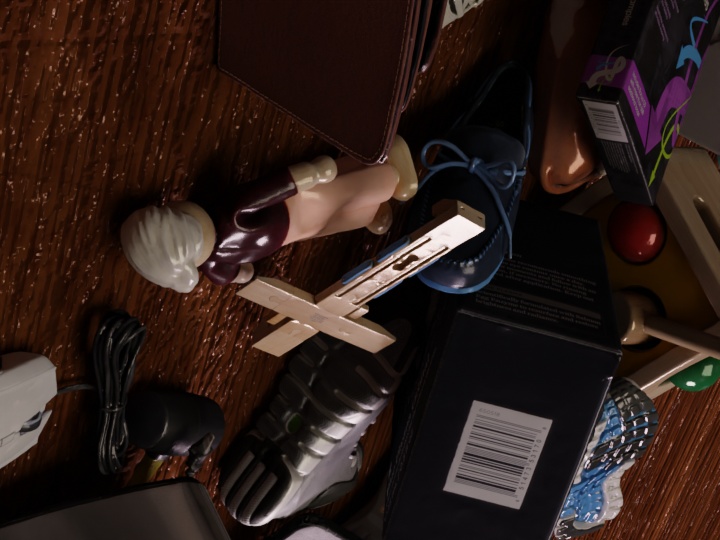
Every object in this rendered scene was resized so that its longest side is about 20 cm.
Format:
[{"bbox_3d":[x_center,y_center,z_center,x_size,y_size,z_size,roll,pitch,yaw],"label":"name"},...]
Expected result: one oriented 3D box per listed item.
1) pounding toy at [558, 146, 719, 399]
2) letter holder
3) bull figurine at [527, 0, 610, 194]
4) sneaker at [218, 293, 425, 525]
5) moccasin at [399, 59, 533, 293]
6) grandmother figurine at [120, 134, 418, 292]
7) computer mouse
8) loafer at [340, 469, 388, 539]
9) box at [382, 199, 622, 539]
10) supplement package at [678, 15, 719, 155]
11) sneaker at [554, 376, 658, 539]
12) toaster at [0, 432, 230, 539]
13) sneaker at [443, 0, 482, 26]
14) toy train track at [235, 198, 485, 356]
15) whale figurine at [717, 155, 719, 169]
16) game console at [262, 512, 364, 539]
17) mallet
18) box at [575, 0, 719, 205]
[{"bbox_3d":[0.233,0.022,1.060,0.141,0.201,0.184,-6,155,-49],"label":"pounding toy"},{"bbox_3d":[0.009,-0.177,0.702,0.100,0.142,0.202,-27,138,-36],"label":"letter holder"},{"bbox_3d":[0.167,-0.156,0.983,0.121,0.065,0.202,-7,114,-54],"label":"bull figurine"},{"bbox_3d":[-0.014,0.105,1.004,0.200,0.075,0.115,-48,153,7],"label":"sneaker"},{"bbox_3d":[0.072,-0.071,0.907,0.201,0.080,0.069,-75,175,-46],"label":"moccasin"},{"bbox_3d":[-0.059,-0.031,0.827,0.199,0.061,0.122,-16,145,-42],"label":"grandmother figurine"},{"bbox_3d":[-0.199,0.086,0.759,0.199,0.044,0.111,-12,129,-48],"label":"computer mouse"},{"bbox_3d":[0.021,0.226,1.150,0.200,0.070,0.070,-49,145,-5],"label":"loafer"},{"bbox_3d":[0.096,0.076,0.981,0.201,0.116,0.198,-80,-175,-62],"label":"box"},{"bbox_3d":[0.315,-0.190,1.075,0.110,0.155,0.201,8,112,-55],"label":"supplement package"},{"bbox_3d":[0.164,0.127,1.037,0.074,0.087,0.201,-16,148,-17],"label":"sneaker"},{"bbox_3d":[-0.161,0.226,0.828,0.179,0.119,0.201,-11,132,-30],"label":"toaster"},{"bbox_3d":[0.080,-0.199,0.841,0.200,0.072,0.072,-43,147,-16],"label":"sneaker"},{"bbox_3d":[0.000,0.000,0.850,0.114,0.033,0.199,25,141,-32],"label":"toy train track"},{"bbox_3d":[0.382,-0.153,1.275,0.159,0.103,0.202,-35,118,-28],"label":"whale figurine"},{"bbox_3d":[-0.029,0.307,1.045,0.175,0.117,0.200,-37,128,20],"label":"game console"},{"bbox_3d":[-0.166,0.160,0.881,0.201,0.041,0.066,-53,148,4],"label":"mallet"},{"bbox_3d":[0.210,-0.167,0.954,0.143,0.036,0.202,50,57,-57],"label":"box"}]
